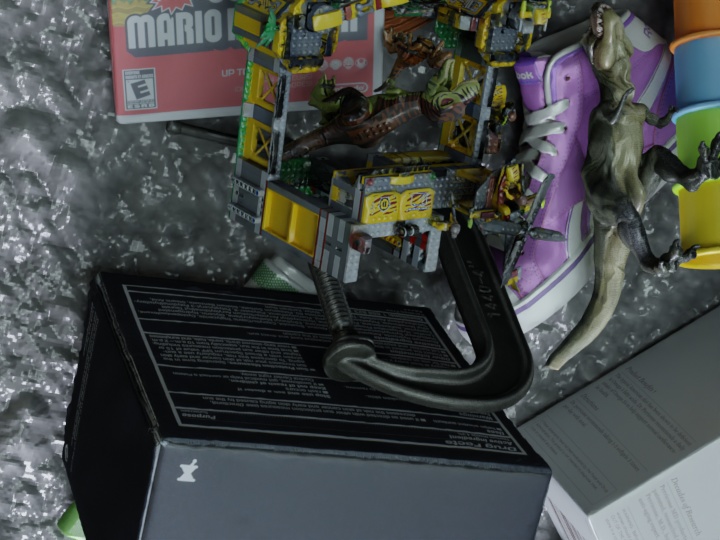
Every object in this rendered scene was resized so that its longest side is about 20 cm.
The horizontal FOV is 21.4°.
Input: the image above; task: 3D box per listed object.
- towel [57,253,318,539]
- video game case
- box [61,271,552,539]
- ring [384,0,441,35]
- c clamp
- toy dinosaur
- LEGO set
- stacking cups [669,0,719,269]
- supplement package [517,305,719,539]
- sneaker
[{"bbox_3d":[-0.060,0.103,1.100,0.149,0.031,0.200,37,97,-26],"label":"towel"},{"bbox_3d":[-0.057,-0.164,0.953,0.142,0.017,0.201,-5,129,-8],"label":"video game case"},{"bbox_3d":[-0.037,0.101,0.978,0.199,0.198,0.124,6,109,-19],"label":"box"},{"bbox_3d":[-0.011,-0.193,0.964,0.200,0.019,0.201,-5,129,-6],"label":"ring"},{"bbox_3d":[0.000,0.000,0.993,0.170,0.200,0.027,3,132,-30],"label":"c clamp"},{"bbox_3d":[0.146,-0.038,1.011,0.047,0.088,0.201,-1,100,-41],"label":"toy dinosaur"},{"bbox_3d":[0.032,-0.069,0.943,0.200,0.116,0.154,3,108,-42],"label":"LEGO set"},{"bbox_3d":[0.196,-0.104,1.035,0.060,0.060,0.201,1,82,-20],"label":"stacking cups"},{"bbox_3d":[0.215,0.113,1.150,0.200,0.117,0.118,-30,117,-6],"label":"supplement package"},{"bbox_3d":[0.100,-0.060,1.070,0.114,0.073,0.201,44,81,-25],"label":"sneaker"}]
